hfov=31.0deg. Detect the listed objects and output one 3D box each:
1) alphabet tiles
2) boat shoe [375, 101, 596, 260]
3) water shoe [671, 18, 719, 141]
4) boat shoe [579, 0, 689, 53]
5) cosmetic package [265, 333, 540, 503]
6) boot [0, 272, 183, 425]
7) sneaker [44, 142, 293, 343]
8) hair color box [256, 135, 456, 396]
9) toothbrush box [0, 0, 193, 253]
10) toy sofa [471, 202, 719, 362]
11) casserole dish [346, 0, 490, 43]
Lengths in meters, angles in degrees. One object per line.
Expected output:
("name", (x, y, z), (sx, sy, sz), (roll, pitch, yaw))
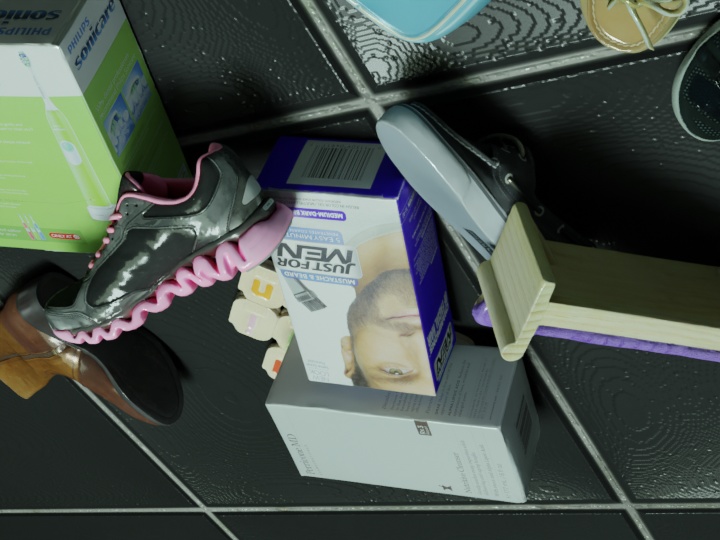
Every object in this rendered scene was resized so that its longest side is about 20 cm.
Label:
("alphabet tiles", (-0.009, 0.052, 1.073), (0.199, 0.015, 0.196), (21, 141, 0))
("boat shoe", (0.091, -0.053, 0.852), (0.200, 0.066, 0.070), (42, 171, -28))
("water shoe", (0.242, -0.111, 0.689), (0.071, 0.079, 0.200), (36, 141, -20))
("boat shoe", (0.147, -0.181, 0.659), (0.073, 0.063, 0.200), (14, 143, 10))
("cosmetic package", (0.036, 0.118, 1.053), (0.199, 0.081, 0.113), (1, 139, 22))
("boot", (-0.281, 0.098, 1.222), (0.188, 0.069, 0.200), (38, 141, -22))
("sneaker", (-0.146, -0.022, 0.887), (0.199, 0.079, 0.096), (-27, 111, 20))
("hair color box", (0.000, 0.000, 0.949), (0.109, 0.065, 0.201), (5, 137, 20))
("toothbrush box", (-0.223, -0.108, 0.914), (0.145, 0.086, 0.200), (3, 141, 19))
("toy sofa", (0.176, 0.031, 0.830), (0.199, 0.083, 0.098), (9, 128, -17))
("casserole dish", (0.039, -0.196, 0.706), (0.121, 0.039, 0.200), (36, 143, -10))
